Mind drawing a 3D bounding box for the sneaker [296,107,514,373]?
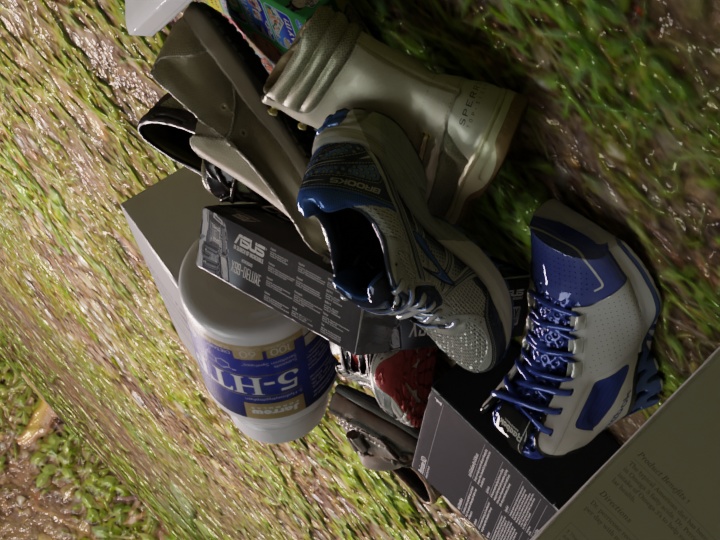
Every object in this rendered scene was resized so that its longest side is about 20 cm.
[{"bbox_3d":[0.021,0.001,1.102,0.077,0.085,0.200,-12,126,42],"label":"sneaker"}]

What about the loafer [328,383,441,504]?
[{"bbox_3d":[0.032,0.158,1.569,0.072,0.063,0.200,30,178,39],"label":"loafer"}]

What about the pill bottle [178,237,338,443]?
[{"bbox_3d":[-0.078,0.057,1.472,0.120,0.120,0.200,39,158,27],"label":"pill bottle"}]

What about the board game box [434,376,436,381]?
[{"bbox_3d":[0.013,0.045,1.561,0.105,0.023,0.201,30,153,39],"label":"board game box"}]

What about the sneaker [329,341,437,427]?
[{"bbox_3d":[0.015,0.067,1.333,0.082,0.078,0.200,9,-176,0],"label":"sneaker"}]

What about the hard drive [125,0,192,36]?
[{"bbox_3d":[-0.125,-0.242,1.190,0.200,0.026,0.133,167,103,-69],"label":"hard drive"}]

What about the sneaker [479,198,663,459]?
[{"bbox_3d":[0.134,0.060,1.166,0.080,0.115,0.200,33,156,36],"label":"sneaker"}]

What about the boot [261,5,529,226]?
[{"bbox_3d":[0.009,-0.088,1.149,0.154,0.072,0.200,25,156,-4],"label":"boot"}]

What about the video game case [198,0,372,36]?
[{"bbox_3d":[-0.043,-0.160,1.280,0.181,0.025,0.200,55,162,-19],"label":"video game case"}]

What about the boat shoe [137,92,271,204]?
[{"bbox_3d":[-0.089,-0.078,1.313,0.200,0.065,0.073,32,154,42],"label":"boat shoe"}]

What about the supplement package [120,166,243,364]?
[{"bbox_3d":[-0.113,0.007,1.597,0.120,0.121,0.201,50,165,37],"label":"supplement package"}]

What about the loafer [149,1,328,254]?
[{"bbox_3d":[-0.071,-0.087,1.206,0.201,0.067,0.076,56,-164,13],"label":"loafer"}]

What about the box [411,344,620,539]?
[{"bbox_3d":[0.121,0.151,1.436,0.141,0.079,0.200,41,161,13],"label":"box"}]

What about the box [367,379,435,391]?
[{"bbox_3d":[-0.001,0.037,1.499,0.121,0.032,0.201,31,153,43],"label":"box"}]

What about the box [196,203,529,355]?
[{"bbox_3d":[0.000,0.000,1.290,0.200,0.157,0.050,27,114,48],"label":"box"}]

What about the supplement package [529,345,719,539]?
[{"bbox_3d":[0.196,0.145,1.055,0.117,0.200,0.117,45,161,11],"label":"supplement package"}]

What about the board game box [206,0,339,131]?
[{"bbox_3d":[-0.043,-0.132,1.248,0.134,0.029,0.201,34,157,39],"label":"board game box"}]
